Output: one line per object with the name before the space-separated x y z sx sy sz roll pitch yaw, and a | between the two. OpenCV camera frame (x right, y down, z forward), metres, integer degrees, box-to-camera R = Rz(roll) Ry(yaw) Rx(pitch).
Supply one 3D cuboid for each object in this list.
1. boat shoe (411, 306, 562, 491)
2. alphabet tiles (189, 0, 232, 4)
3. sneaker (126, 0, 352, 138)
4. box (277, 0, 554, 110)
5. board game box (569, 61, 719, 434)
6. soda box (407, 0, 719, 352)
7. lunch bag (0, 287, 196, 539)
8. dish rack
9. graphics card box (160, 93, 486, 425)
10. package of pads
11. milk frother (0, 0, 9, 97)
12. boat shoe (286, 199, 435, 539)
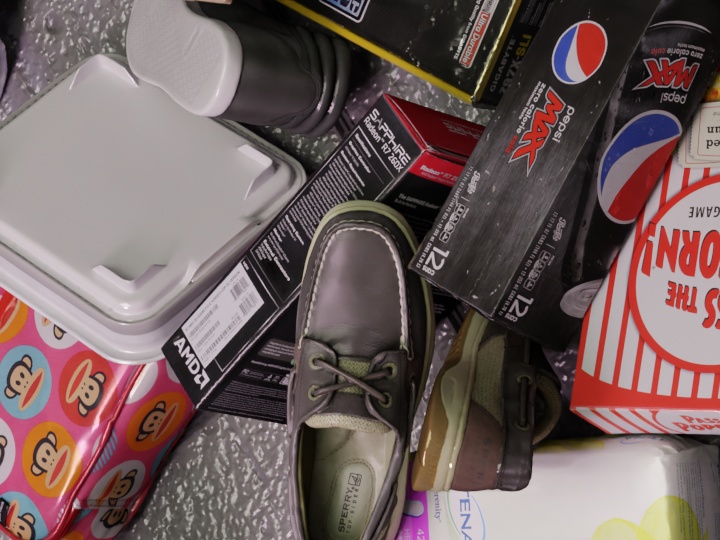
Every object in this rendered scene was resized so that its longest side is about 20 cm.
boat shoe | 0.070 0.068 1.357 0.065 0.200 0.074 18 114 4
alphabet tiles | -0.082 -0.245 1.434 0.167 0.008 0.201 12 91 49
sneaker | -0.068 -0.125 1.522 0.071 0.099 0.200 -69 27 15
box | 0.052 -0.210 1.454 0.159 0.049 0.201 32 105 33
board game box | 0.194 -0.018 1.321 0.151 0.046 0.201 -1 71 34
soda box | 0.110 -0.066 1.327 0.071 0.063 0.201 31 94 45
lunch bag | -0.178 0.047 1.577 0.176 0.082 0.201 40 106 32
dish rack | -0.137 -0.047 1.510 0.200 0.172 0.044 32 148 29
graphics card box | 0.000 0.000 1.429 0.200 0.125 0.051 -49 56 22
package of pads | 0.096 0.164 1.392 0.199 0.068 0.155 -5 86 32
milk frother | -0.329 -0.183 1.616 0.188 0.200 0.181 38 103 29
boat shoe | -0.002 0.067 1.353 0.071 0.066 0.202 6 108 4
